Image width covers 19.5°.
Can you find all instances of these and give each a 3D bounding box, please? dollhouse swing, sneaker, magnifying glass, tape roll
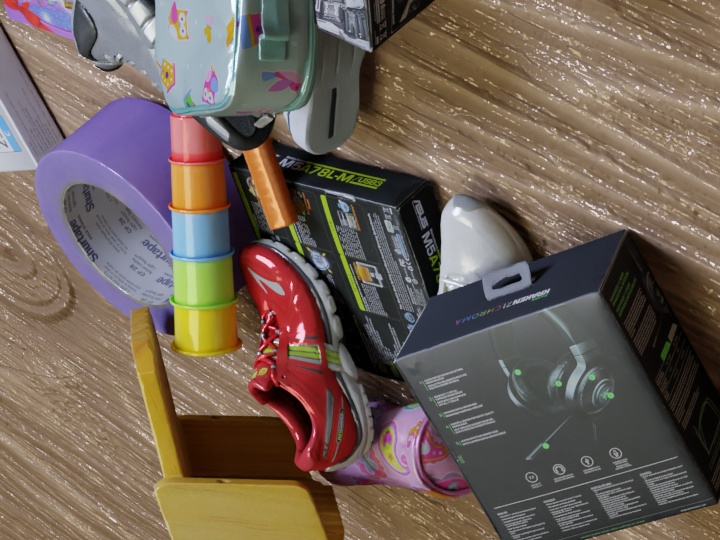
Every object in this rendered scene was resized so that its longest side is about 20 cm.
[{"bbox_3d":[-0.106,0.130,1.774,0.200,0.182,0.176,-117,29,-78],"label":"dollhouse swing"},{"bbox_3d":[-0.153,-0.164,1.609,0.200,0.075,0.115,54,142,-3],"label":"sneaker"},{"bbox_3d":[-0.091,-0.129,1.631,0.080,0.022,0.200,-12,100,35],"label":"magnifying glass"},{"bbox_3d":[0.088,0.033,1.589,0.070,0.080,0.200,23,140,37],"label":"sneaker"},{"bbox_3d":[-0.183,-0.046,1.822,0.200,0.085,0.200,33,148,24],"label":"tape roll"},{"bbox_3d":[-0.057,0.069,1.693,0.200,0.085,0.077,65,150,8],"label":"sneaker"},{"bbox_3d":[-0.035,-0.173,1.520,0.071,0.073,0.200,49,145,29],"label":"sneaker"}]

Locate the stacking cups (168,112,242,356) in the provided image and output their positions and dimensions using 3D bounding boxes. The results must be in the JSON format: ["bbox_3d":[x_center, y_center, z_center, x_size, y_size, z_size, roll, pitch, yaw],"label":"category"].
[{"bbox_3d":[-0.125,-0.033,1.698,0.060,0.060,0.200,15,110,42],"label":"stacking cups"}]

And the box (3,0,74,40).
[{"bbox_3d":[-0.228,-0.249,1.691,0.200,0.039,0.137,21,139,37],"label":"box"}]

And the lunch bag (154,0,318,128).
[{"bbox_3d":[-0.081,-0.199,1.446,0.160,0.077,0.200,4,95,62],"label":"lunch bag"}]

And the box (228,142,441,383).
[{"bbox_3d":[0.000,0.000,1.693,0.193,0.048,0.200,17,138,44],"label":"box"}]

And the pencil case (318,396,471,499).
[{"bbox_3d":[0.030,0.144,1.759,0.087,0.087,0.200,58,156,-15],"label":"pencil case"}]

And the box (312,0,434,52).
[{"bbox_3d":[0.033,-0.256,1.261,0.050,0.158,0.200,28,144,29],"label":"box"}]

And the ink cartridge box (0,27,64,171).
[{"bbox_3d":[-0.379,-0.185,1.954,0.176,0.045,0.200,1,126,49],"label":"ink cartridge box"}]

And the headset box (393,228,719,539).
[{"bbox_3d":[0.146,0.086,1.503,0.174,0.093,0.200,-21,110,30],"label":"headset box"}]
